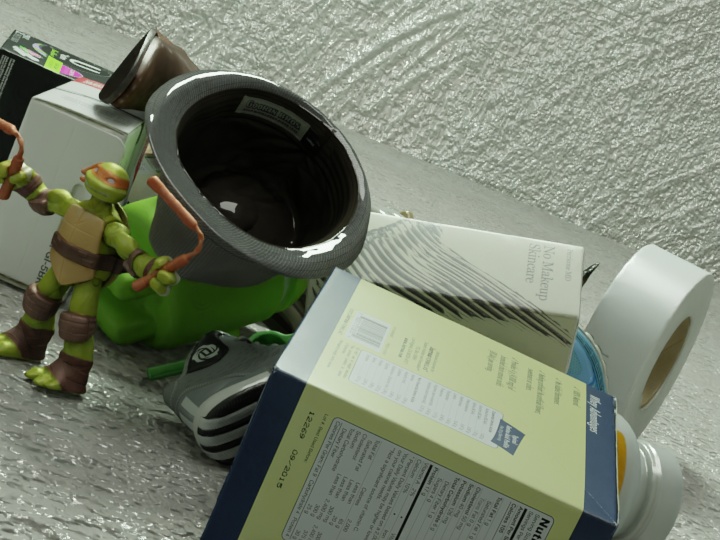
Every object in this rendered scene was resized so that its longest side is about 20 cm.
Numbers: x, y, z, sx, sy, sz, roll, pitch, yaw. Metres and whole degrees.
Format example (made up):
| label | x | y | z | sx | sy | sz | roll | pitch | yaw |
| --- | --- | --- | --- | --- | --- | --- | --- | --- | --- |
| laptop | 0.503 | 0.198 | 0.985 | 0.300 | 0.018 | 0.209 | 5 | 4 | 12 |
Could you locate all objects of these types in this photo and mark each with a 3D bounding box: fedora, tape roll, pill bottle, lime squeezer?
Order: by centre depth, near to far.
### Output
| label | x | y | z | sx | sy | sz | roll | pitch | yaw |
| --- | --- | --- | --- | --- | --- | --- | --- | --- | --- |
| fedora | -0.085 | -0.049 | 1.077 | 0.177 | 0.090 | 0.200 | 44 | 36 | 0 |
| pill bottle | 0.135 | 0.144 | 1.146 | 0.199 | 0.113 | 0.113 | 20 | 11 | -22 |
| lime squeezer | -0.066 | 0.069 | 1.172 | 0.070 | 0.038 | 0.199 | -23 | -24 | 38 |
| tape roll | 0.279 | 0.078 | 1.561 | 0.071 | 0.203 | 0.202 | 29 | 11 | 21 |

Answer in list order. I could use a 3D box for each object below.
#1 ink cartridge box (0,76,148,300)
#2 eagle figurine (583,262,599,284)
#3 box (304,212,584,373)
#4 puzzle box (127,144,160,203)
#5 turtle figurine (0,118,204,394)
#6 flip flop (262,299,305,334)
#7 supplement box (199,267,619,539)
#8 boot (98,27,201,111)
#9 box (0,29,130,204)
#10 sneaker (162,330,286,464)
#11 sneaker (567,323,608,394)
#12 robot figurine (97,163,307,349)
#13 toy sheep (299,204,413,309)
| label | x | y | z | sx | sy | sz | roll | pitch | yaw |
| --- | --- | --- | --- | --- | --- | --- | --- | --- | --- |
| ink cartridge box | -0.238 | -0.073 | 1.270 | 0.082 | 0.148 | 0.200 | 23 | 10 | -4 |
| eagle figurine | 0.151 | 0.062 | 1.525 | 0.151 | 0.153 | 0.199 | -31 | 28 | -33 |
| box | 0.062 | 0.015 | 1.144 | 0.199 | 0.069 | 0.082 | 8 | 45 | 3 |
| puzzle box | -0.161 | -0.066 | 1.419 | 0.200 | 0.025 | 0.133 | 8 | -40 | 56 |
| turtle figurine | -0.193 | -0.012 | 1.028 | 0.199 | 0.162 | 0.064 | 29 | 12 | 23 |
| flip flop | -0.121 | 0.011 | 1.372 | 0.200 | 0.058 | 0.081 | 43 | -20 | 18 |
| supplement box | 0.034 | 0.122 | 0.906 | 0.199 | 0.135 | 0.200 | 25 | 18 | 1 |
| boot | -0.112 | -0.111 | 1.263 | 0.200 | 0.064 | 0.187 | 42 | 16 | -10 |
| box | -0.285 | -0.141 | 1.562 | 0.199 | 0.125 | 0.149 | 23 | 12 | -13 |
| sneaker | -0.050 | 0.062 | 1.089 | 0.199 | 0.076 | 0.115 | -18 | 27 | -31 |
| sneaker | 0.165 | 0.118 | 1.265 | 0.090 | 0.078 | 0.201 | -21 | 81 | -57 |
| robot figurine | -0.120 | -0.008 | 1.205 | 0.199 | 0.176 | 0.116 | -18 | 44 | -33 |
| toy sheep | 0.000 | 0.000 | 1.376 | 0.199 | 0.139 | 0.138 | 20 | 10 | -45 |
